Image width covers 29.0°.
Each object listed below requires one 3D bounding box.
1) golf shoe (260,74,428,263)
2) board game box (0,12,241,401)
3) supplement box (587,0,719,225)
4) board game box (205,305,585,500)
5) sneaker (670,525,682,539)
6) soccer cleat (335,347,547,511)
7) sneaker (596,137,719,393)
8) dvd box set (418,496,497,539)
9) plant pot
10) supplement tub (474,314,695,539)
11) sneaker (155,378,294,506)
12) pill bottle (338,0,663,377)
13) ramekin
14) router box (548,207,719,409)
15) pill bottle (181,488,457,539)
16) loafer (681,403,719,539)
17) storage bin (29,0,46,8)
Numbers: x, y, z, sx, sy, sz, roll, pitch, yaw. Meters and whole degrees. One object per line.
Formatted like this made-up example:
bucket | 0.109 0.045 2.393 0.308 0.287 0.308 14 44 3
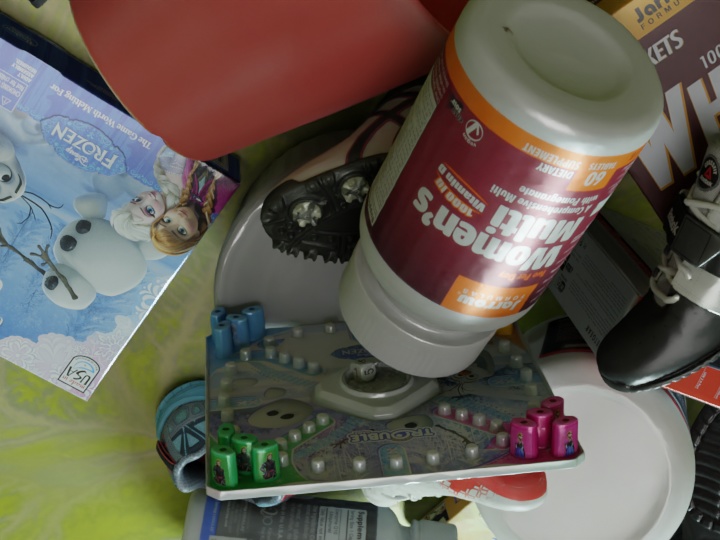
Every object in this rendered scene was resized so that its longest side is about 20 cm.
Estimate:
golf shoe | 0.028 -0.071 0.825 0.198 0.088 0.078 -23 140 -8
board game box | -0.214 -0.039 0.915 0.199 0.044 0.200 30 112 -21
supplement box | 0.197 -0.124 0.834 0.132 0.198 0.200 -34 116 12
board game box | 0.009 0.062 0.800 0.197 0.200 0.026 -4 111 -5
sneaker | 0.219 0.208 1.060 0.198 0.078 0.086 -2 155 -24
soccer cleat | 0.037 0.111 0.838 0.068 0.199 0.086 -1 108 -39
sneaker | 0.190 -0.023 0.737 0.200 0.074 0.089 -42 115 6
dvd box set | 0.155 0.189 1.089 0.200 0.029 0.146 -42 115 14
plant pot | -0.056 -0.167 0.795 0.176 0.201 0.201 -30 118 20
supplement tub | 0.149 0.107 0.929 0.138 0.200 0.142 2 99 11
sneaker | -0.049 0.140 1.000 0.197 0.096 0.080 5 118 -10
pill bottle | 0.063 -0.039 0.720 0.108 0.110 0.201 15 135 -14
ramekin | 0.000 0.000 0.934 0.200 0.094 0.205 -3 117 -5
router box | 0.212 0.026 0.912 0.178 0.200 0.049 21 107 -16
pill bottle | -0.031 0.224 1.023 0.197 0.114 0.115 6 117 -1
loafer | 0.264 0.169 0.982 0.072 0.071 0.203 15 107 29
storage bin | -0.145 -0.258 0.754 0.094 0.136 0.200 39 107 -21
